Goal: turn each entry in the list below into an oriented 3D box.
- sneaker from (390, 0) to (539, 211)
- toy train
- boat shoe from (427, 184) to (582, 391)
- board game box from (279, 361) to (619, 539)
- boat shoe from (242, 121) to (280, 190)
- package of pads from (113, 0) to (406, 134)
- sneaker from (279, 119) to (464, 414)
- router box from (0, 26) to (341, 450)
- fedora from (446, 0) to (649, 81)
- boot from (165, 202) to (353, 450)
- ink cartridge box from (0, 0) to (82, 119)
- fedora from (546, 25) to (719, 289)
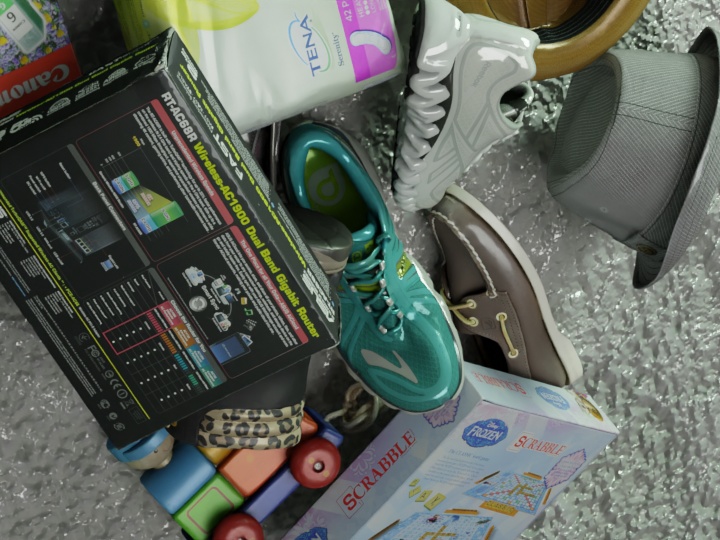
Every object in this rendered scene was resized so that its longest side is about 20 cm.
[{"bbox_3d":[0.062,-0.093,1.392,0.081,0.075,0.200,6,154,-3],"label":"sneaker"},{"bbox_3d":[-0.063,0.087,1.472,0.200,0.085,0.116,-44,115,-4],"label":"toy train"},{"bbox_3d":[0.089,0.024,1.530,0.059,0.072,0.200,-40,133,-10],"label":"boat shoe"},{"bbox_3d":[0.056,0.154,1.528,0.200,0.041,0.200,-47,150,15],"label":"board game box"},{"bbox_3d":[-0.075,-0.076,1.388,0.067,0.057,0.201,-13,120,-24],"label":"boat shoe"},{"bbox_3d":[-0.072,-0.183,1.302,0.154,0.068,0.201,-22,107,-21],"label":"package of pads"},{"bbox_3d":[0.000,0.000,1.404,0.077,0.080,0.201,-28,89,0],"label":"sneaker"},{"bbox_3d":[-0.122,-0.016,1.271,0.149,0.062,0.200,-25,115,13],"label":"router box"},{"bbox_3d":[0.106,-0.220,1.406,0.200,0.082,0.201,-13,120,-24],"label":"fedora"},{"bbox_3d":[-0.112,0.024,1.369,0.199,0.073,0.151,9,115,-1],"label":"boot"},{"bbox_3d":[-0.221,-0.122,1.283,0.109,0.050,0.201,-27,124,-16],"label":"ink cartridge box"},{"bbox_3d":[0.176,-0.082,1.481,0.090,0.200,0.178,15,86,-7],"label":"fedora"}]
